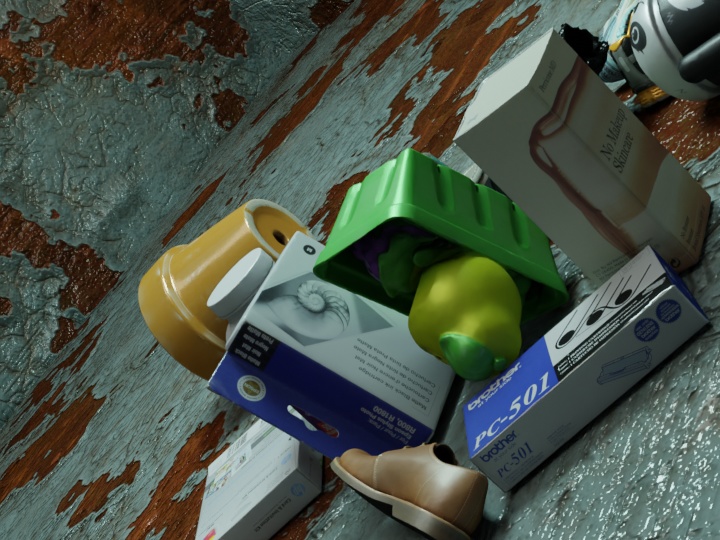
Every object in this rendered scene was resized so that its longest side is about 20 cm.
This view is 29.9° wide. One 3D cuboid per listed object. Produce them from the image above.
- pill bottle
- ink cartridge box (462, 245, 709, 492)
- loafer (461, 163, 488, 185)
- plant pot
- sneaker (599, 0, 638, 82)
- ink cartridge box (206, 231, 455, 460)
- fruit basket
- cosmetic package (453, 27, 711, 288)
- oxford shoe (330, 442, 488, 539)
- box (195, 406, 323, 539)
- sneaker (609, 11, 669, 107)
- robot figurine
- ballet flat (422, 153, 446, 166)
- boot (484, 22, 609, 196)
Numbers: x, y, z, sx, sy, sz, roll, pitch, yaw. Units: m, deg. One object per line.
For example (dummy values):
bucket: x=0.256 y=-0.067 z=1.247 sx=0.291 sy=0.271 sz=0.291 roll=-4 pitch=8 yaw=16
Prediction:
pill bottle: x=-0.053 y=0.073 z=1.332 sx=0.112 sy=0.200 sz=0.112 roll=-43 pitch=15 yaw=15
ink cartridge box: x=0.166 y=0.074 z=1.028 sx=0.200 sy=0.044 sz=0.094 roll=-43 pitch=13 yaw=13
loafer: x=0.113 y=-0.046 z=1.470 sx=0.072 sy=0.063 sz=0.200 roll=-41 pitch=12 yaw=37
plant pot: x=-0.150 y=0.015 z=1.720 sx=0.183 sy=0.200 sz=0.200 roll=-45 pitch=14 yaw=26
sneaker: x=0.310 y=-0.289 z=1.518 sx=0.086 sy=0.078 sz=0.200 roll=-33 pitch=20 yaw=52
ink cartridge box: x=-0.013 y=0.077 z=1.218 sx=0.041 sy=0.199 sz=0.200 roll=-58 pitch=4 yaw=42
fruit basket: x=0.076 y=0.019 z=1.165 sx=0.155 sy=0.216 sz=0.216 roll=-31 pitch=21 yaw=46
cosmetic package: x=0.182 y=-0.082 z=1.084 sx=0.087 sy=0.200 sz=0.103 roll=-36 pitch=19 yaw=39
oxford shoe: x=0.042 y=0.167 z=1.070 sx=0.071 sy=0.071 sz=0.200 roll=-59 pitch=27 yaw=-10
box: x=-0.104 y=0.217 z=1.411 sx=0.156 sy=0.041 sz=0.200 roll=-43 pitch=14 yaw=14
sneaker: x=0.322 y=-0.258 z=1.402 sx=0.078 sy=0.077 sz=0.200 roll=-31 pitch=20 yaw=50
robot figurine: x=0.336 y=-0.238 z=1.209 sx=0.150 sy=0.125 sz=0.200 roll=-6 pitch=-21 yaw=-46
ballet flat: x=0.020 y=-0.053 z=1.469 sx=0.200 sy=0.064 sz=0.067 roll=-43 pitch=13 yaw=23
boot: x=0.196 y=-0.152 z=1.377 sx=0.198 sy=0.073 sz=0.163 roll=-68 pitch=3 yaw=-58
